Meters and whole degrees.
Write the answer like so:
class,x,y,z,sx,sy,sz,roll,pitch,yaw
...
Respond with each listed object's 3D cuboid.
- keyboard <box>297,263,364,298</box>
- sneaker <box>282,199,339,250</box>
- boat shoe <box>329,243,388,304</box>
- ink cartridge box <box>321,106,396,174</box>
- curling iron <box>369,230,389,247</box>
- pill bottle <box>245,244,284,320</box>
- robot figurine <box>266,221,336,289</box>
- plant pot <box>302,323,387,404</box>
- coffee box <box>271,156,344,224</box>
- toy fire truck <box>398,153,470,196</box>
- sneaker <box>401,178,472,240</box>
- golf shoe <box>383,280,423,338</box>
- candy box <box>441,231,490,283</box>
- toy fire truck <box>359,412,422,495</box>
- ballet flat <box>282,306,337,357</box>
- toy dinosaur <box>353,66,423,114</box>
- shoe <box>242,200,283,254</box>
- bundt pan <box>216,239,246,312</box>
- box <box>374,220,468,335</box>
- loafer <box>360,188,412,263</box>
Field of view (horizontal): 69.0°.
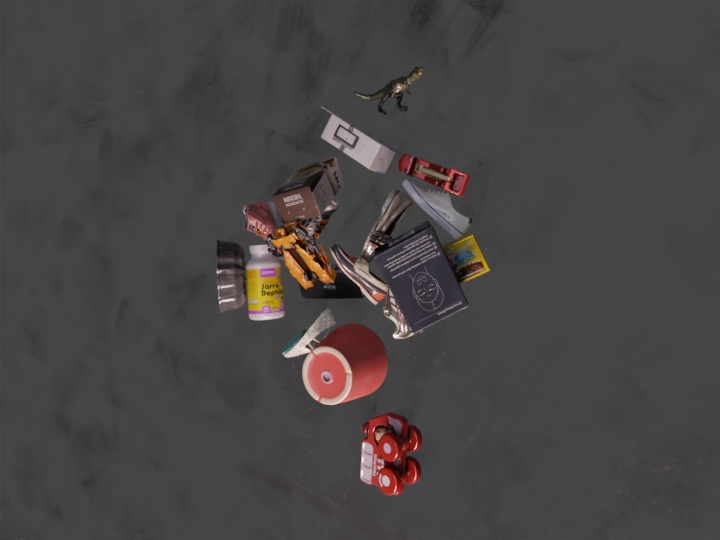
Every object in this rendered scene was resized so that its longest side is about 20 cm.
class,x,y,z,sx,sy,sz,roll,pitch,yaw
keyboard,-0.081,0.024,1.431,0.195,0.040,0.107,-1,116,23
sneaker,-0.125,-0.126,1.413,0.198,0.078,0.079,-32,82,32
boat shoe,0.000,0.000,1.331,0.062,0.072,0.200,-39,111,11
ink cartridge box,-0.019,-0.329,1.325,0.198,0.115,0.069,37,105,18
curling iron,0.105,-0.035,1.300,0.198,0.026,0.050,35,140,-7
pill bottle,-0.268,0.031,1.468,0.102,0.104,0.206,-3,93,24
robot figurine,-0.151,-0.041,1.336,0.142,0.059,0.202,-13,128,28
plant pot,-0.049,0.249,1.346,0.195,0.176,0.207,2,95,23
coffee box,-0.128,-0.206,1.331,0.110,0.201,0.081,-10,118,23
toy fire truck,0.168,-0.229,1.235,0.196,0.140,0.050,25,103,20
sneaker,0.188,-0.163,1.277,0.200,0.073,0.071,43,100,6
golf shoe,0.088,0.072,1.307,0.086,0.077,0.204,-22,91,5
candy box,0.204,-0.006,1.273,0.197,0.027,0.104,-26,106,20
toy fire truck,0.064,0.469,1.358,0.165,0.111,0.206,5,95,42
ballet flat,-0.137,0.186,1.443,0.200,0.071,0.072,-46,76,20
toy dinosaur,0.076,-0.439,1.314,0.195,0.047,0.091,-14,74,25
shoe,-0.260,-0.109,1.423,0.072,0.089,0.203,109,146,-47
bundt pan,-0.361,0.013,1.475,0.073,0.202,0.208,-3,93,-10
box,0.138,0.014,1.204,0.146,0.107,0.204,-26,99,7
loafer,0.065,-0.105,1.331,0.062,0.072,0.204,28,102,13
